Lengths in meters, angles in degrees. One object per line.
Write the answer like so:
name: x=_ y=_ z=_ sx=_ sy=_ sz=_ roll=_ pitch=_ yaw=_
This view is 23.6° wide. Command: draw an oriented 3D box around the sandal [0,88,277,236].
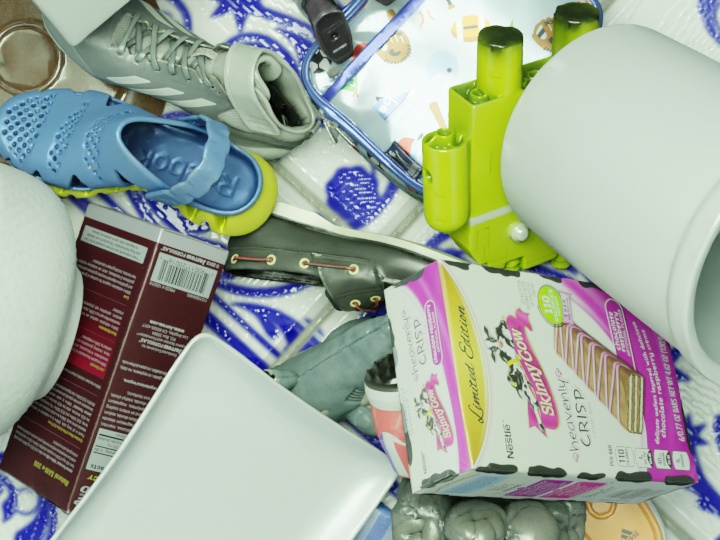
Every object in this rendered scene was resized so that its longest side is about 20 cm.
sandal: x=-0.155 y=-0.085 z=1.164 sx=0.200 sy=0.087 sz=0.080 roll=11 pitch=76 yaw=7

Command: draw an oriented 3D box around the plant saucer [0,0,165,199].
plant saucer: x=-0.237 y=-0.150 z=1.235 sx=0.200 sy=0.034 sz=0.200 roll=0 pitch=90 yaw=2

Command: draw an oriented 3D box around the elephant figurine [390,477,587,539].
elephant figurine: x=0.068 y=0.225 z=1.167 sx=0.141 sy=0.155 sz=0.200 roll=17 pitch=119 yaw=19

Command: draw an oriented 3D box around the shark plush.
shark plush: x=-0.056 y=0.074 z=1.201 sx=0.200 sy=0.083 sz=0.091 roll=-9 pitch=71 yaw=13

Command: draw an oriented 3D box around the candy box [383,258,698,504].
candy box: x=0.117 y=0.075 z=1.100 sx=0.200 sy=0.061 sz=0.136 roll=7 pitch=65 yaw=-37

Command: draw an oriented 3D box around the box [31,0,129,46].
box: x=-0.183 y=-0.290 z=1.138 sx=0.199 sy=0.131 sz=0.200 roll=-40 pitch=46 yaw=-2

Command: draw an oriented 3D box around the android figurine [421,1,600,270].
android figurine: x=0.118 y=-0.078 z=1.166 sx=0.182 sy=0.041 sz=0.200 roll=-18 pitch=127 yaw=-25

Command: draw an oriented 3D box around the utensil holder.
utensil holder: x=0.206 y=-0.047 z=1.081 sx=0.170 sy=0.200 sz=0.170 roll=-18 pitch=126 yaw=-26

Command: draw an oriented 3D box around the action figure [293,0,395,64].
action figure: x=-0.049 y=-0.240 z=1.193 sx=0.130 sy=0.069 sz=0.200 roll=-39 pitch=57 yaw=11

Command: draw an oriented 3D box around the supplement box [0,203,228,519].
supplement box: x=-0.171 y=0.063 z=1.186 sx=0.061 sy=0.109 sz=0.200 roll=20 pitch=89 yaw=-38

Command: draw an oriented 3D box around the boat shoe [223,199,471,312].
boat shoe: x=0.001 y=0.001 z=1.193 sx=0.201 sy=0.074 sz=0.063 roll=15 pitch=84 yaw=18

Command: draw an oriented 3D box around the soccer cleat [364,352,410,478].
soccer cleat: x=0.077 y=0.070 z=1.168 sx=0.068 sy=0.200 sz=0.073 roll=6 pitch=114 yaw=39

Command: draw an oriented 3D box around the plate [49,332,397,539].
plate: x=-0.099 y=0.165 z=1.164 sx=0.200 sy=0.032 sz=0.200 roll=37 pitch=86 yaw=-33

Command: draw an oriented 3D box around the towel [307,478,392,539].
towel: x=-0.047 y=0.243 z=1.226 sx=0.147 sy=0.024 sz=0.200 roll=33 pitch=90 yaw=1

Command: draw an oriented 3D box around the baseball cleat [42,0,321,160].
baseball cleat: x=-0.116 y=-0.147 z=1.176 sx=0.200 sy=0.106 sz=0.070 roll=27 pitch=68 yaw=-21

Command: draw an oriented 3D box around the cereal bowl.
cereal bowl: x=-0.243 y=0.030 z=1.162 sx=0.083 sy=0.200 sz=0.200 roll=18 pitch=89 yaw=-25

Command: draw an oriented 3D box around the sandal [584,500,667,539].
sandal: x=0.143 y=0.130 z=1.204 sx=0.079 sy=0.059 sz=0.207 roll=-43 pitch=88 yaw=0

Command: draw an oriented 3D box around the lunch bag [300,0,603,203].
lunch bag: x=0.058 y=-0.152 z=1.207 sx=0.160 sy=0.076 sz=0.200 roll=44 pitch=89 yaw=4
